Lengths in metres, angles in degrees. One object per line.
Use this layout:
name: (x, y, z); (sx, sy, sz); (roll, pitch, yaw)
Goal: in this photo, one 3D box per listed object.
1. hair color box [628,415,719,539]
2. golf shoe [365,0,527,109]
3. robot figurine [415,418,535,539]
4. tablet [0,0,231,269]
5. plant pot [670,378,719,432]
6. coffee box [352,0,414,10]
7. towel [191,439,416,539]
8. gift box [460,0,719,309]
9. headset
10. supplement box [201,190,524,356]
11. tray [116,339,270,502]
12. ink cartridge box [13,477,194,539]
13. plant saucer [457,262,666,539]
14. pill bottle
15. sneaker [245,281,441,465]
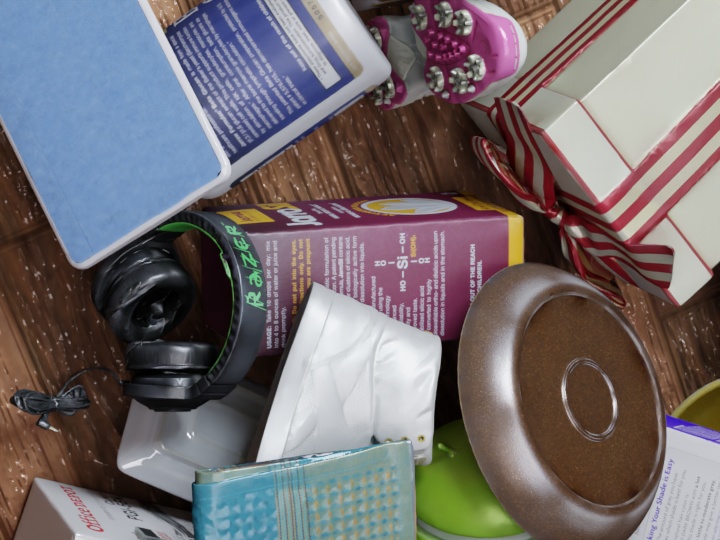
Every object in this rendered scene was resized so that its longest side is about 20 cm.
hair color box: (0.208, 0.159, 1.742); (0.065, 0.199, 0.110); (0, 106, -62)
golf shoe: (0.071, -0.150, 1.628); (0.091, 0.200, 0.076); (-12, 97, -23)
robot figurine: (0.086, 0.186, 1.672); (0.175, 0.116, 0.201); (-24, 126, -32)
tablet: (-0.174, -0.116, 1.576); (0.130, 0.014, 0.201); (-31, 81, 19)
plant pot: (0.324, 0.177, 1.798); (0.142, 0.199, 0.201); (5, 101, -48)
coffee box: (0.066, -0.226, 1.600); (0.114, 0.200, 0.080); (-13, 92, -15)
towel: (-0.031, 0.212, 1.552); (0.146, 0.022, 0.201); (-7, 101, -19)
gift box: (0.188, -0.095, 1.679); (0.187, 0.200, 0.185); (-43, 106, -4)
headset: (-0.144, 0.042, 1.615); (0.094, 0.200, 0.124); (3, 58, -44)
supplement box: (0.000, 0.000, 1.679); (0.199, 0.110, 0.086); (-4, 102, -18)
tray: (-0.067, 0.125, 1.699); (0.199, 0.022, 0.108); (26, 56, -22)
ink cartridge box: (-0.126, 0.214, 1.663); (0.199, 0.147, 0.083); (15, 95, -21)
plant saucer: (0.142, 0.088, 1.632); (0.200, 0.032, 0.201); (19, 62, -40)
pill bottle: (-0.089, -0.118, 1.617); (0.200, 0.111, 0.111); (-35, 110, 4)
sneaker: (-0.012, 0.121, 1.585); (0.115, 0.074, 0.201); (20, 87, -8)
